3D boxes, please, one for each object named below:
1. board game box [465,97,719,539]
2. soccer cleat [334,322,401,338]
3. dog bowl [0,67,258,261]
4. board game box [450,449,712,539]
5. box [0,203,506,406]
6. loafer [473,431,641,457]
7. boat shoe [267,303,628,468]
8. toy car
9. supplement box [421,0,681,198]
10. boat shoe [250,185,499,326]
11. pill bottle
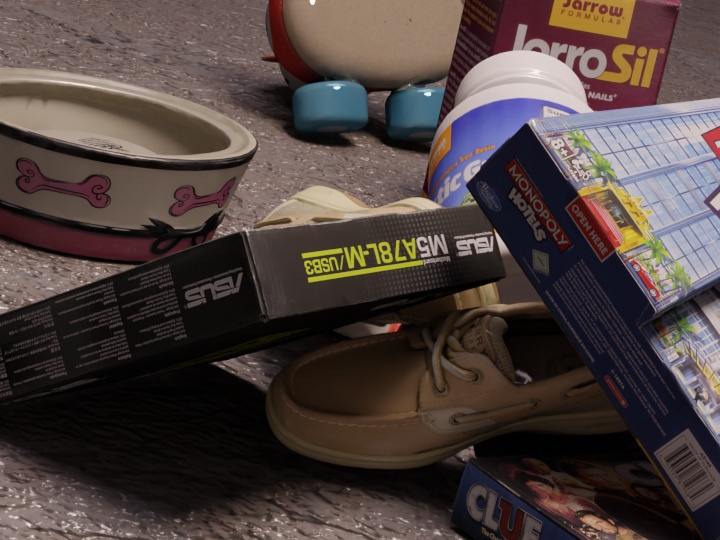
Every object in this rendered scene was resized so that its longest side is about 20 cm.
[{"bbox_3d":[0.183,-0.004,1.012,0.200,0.062,0.200,-26,77,-39],"label":"board game box"},{"bbox_3d":[0.023,-0.006,1.311,0.077,0.070,0.200,15,18,21],"label":"soccer cleat"},{"bbox_3d":[-0.169,-0.066,1.352,0.199,0.074,0.200,12,15,-3],"label":"dog bowl"},{"bbox_3d":[0.161,0.126,1.010,0.199,0.035,0.135,1,19,-37],"label":"board game box"},{"bbox_3d":[-0.063,0.017,1.023,0.199,0.048,0.193,-17,-3,35],"label":"box"},{"bbox_3d":[0.139,0.075,1.124,0.199,0.072,0.073,-17,55,-30],"label":"loafer"},{"bbox_3d":[0.054,0.046,1.035,0.199,0.065,0.072,-4,52,-6],"label":"boat shoe"},{"bbox_3d":[-0.027,-0.192,1.818,0.176,0.185,0.200,2,-10,-32],"label":"toy car"},{"bbox_3d":[0.131,-0.112,1.514,0.130,0.201,0.103,8,16,-13],"label":"supplement box"},{"bbox_3d":[0.000,0.000,1.145,0.065,0.072,0.200,-27,24,-25],"label":"boat shoe"},{"bbox_3d":[0.093,-0.037,1.244,0.112,0.112,0.200,11,40,-7],"label":"pill bottle"}]
